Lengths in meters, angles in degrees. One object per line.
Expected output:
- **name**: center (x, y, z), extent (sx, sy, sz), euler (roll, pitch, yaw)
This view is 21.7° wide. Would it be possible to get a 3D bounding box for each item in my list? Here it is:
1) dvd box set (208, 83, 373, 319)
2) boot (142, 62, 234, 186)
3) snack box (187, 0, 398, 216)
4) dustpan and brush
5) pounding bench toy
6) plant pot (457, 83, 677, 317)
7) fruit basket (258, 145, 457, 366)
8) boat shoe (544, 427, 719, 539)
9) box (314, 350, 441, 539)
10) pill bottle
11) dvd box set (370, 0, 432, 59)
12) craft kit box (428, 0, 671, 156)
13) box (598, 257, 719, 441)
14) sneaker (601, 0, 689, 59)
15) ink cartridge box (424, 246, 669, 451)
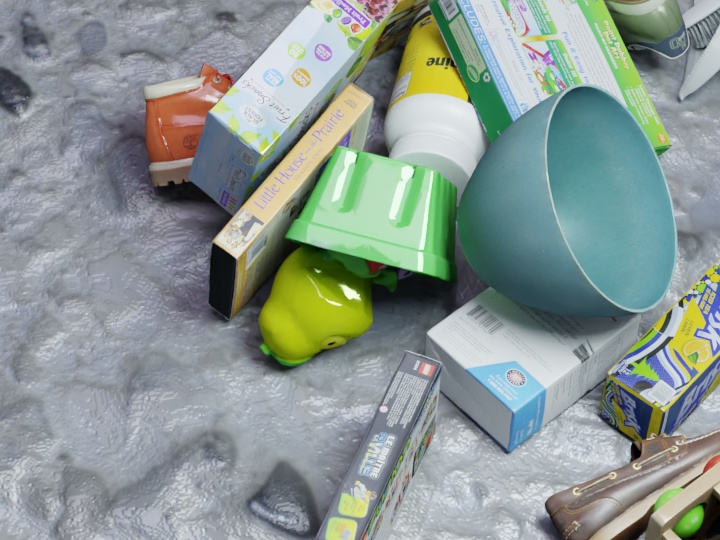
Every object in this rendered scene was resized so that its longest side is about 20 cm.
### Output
- **dvd box set**: center (-0.064, -0.060, 1.690), extent (0.029, 0.146, 0.200), euler (36, 68, 9)
- **boot**: center (-0.112, -0.152, 1.802), extent (0.200, 0.075, 0.107), euler (-12, 96, -13)
- **snack box**: center (-0.064, -0.161, 1.698), extent (0.068, 0.169, 0.200), euler (40, 70, 3)
- **dustpan and brush**: center (0.370, -0.273, 1.859), extent (0.057, 0.200, 0.140), euler (31, 51, -20)
- **pounding bench toy**: center (0.283, 0.253, 1.496), extent (0.200, 0.124, 0.156), euler (-32, 60, -24)
- **plant pot**: center (0.163, -0.046, 1.619), extent (0.135, 0.200, 0.200), euler (-17, 41, 37)
- **fruit basket**: center (0.000, 0.000, 1.668), extent (0.155, 0.216, 0.216), euler (15, 53, 10)
- **boat shoe**: center (0.250, 0.173, 1.591), extent (0.200, 0.070, 0.070), euler (-26, 61, -20)
- **box**: center (0.015, 0.176, 1.557), extent (0.035, 0.110, 0.200), euler (18, 53, 12)
- **pill bottle**: center (0.085, -0.159, 1.817), extent (0.112, 0.113, 0.200), euler (10, 53, 6)
- **dvd box set**: center (0.039, -0.261, 1.877), extent (0.200, 0.146, 0.029), euler (-31, 82, -24)
- **craft kit box**: center (0.184, -0.187, 1.800), extent (0.197, 0.049, 0.200), euler (-11, 72, -37)
- **box**: center (0.299, 0.067, 1.675), extent (0.064, 0.070, 0.200), euler (36, 59, 24)
- **sneaker**: center (0.269, -0.263, 1.925), extent (0.067, 0.090, 0.200), euler (-39, 26, -7)
- **ink cartridge box**: center (0.168, 0.056, 1.680), extent (0.200, 0.068, 0.116), euler (-34, 59, -24)
